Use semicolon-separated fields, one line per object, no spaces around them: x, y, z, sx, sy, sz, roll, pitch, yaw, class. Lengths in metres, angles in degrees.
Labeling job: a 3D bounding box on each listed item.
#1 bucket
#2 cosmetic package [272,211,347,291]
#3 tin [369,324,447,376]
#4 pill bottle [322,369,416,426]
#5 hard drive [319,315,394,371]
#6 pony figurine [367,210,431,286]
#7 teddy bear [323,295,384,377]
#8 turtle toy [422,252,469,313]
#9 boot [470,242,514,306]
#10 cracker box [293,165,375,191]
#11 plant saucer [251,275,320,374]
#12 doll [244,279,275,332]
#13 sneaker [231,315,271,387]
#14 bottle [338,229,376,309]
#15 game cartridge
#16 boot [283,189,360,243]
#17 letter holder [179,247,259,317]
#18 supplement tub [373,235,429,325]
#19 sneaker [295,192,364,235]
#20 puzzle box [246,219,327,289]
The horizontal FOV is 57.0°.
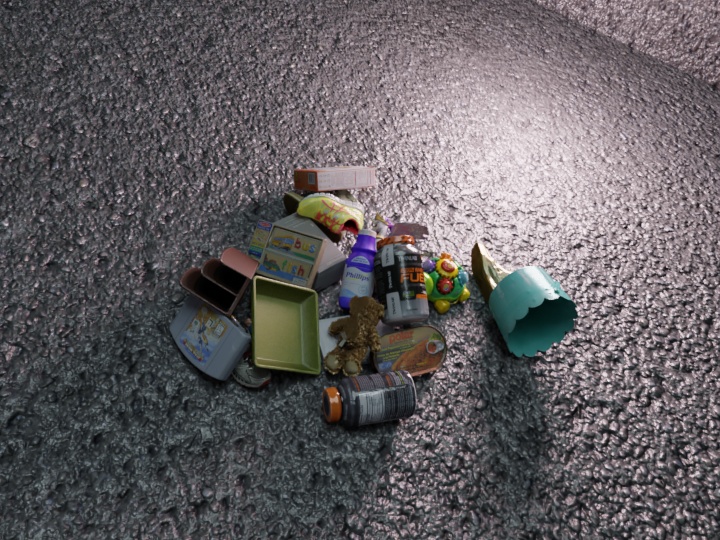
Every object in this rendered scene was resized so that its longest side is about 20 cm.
0.431;0.100;1.676;0.203;0.210;0.136;-5;43;-19;bucket
-0.136;-0.049;1.718;0.106;0.091;0.200;-29;60;-36;cosmetic package
0.114;0.197;1.585;0.196;0.042;0.115;-9;84;-22;tin
0.016;0.284;1.466;0.196;0.107;0.108;-4;51;-19;pill bottle
-0.009;0.168;1.610;0.196;0.026;0.134;-7;53;-20;hard drive
0.082;-0.057;1.757;0.189;0.168;0.203;16;64;13;pony figurine
-0.012;0.158;1.543;0.142;0.067;0.203;-13;48;24;teddy bear
0.200;0.027;1.735;0.198;0.102;0.146;-25;60;-31;turtle toy
0.397;0.008;1.825;0.152;0.073;0.203;-4;54;-18;boot
-0.072;-0.261;1.869;0.197;0.059;0.133;-9;14;-34;cracker box
-0.179;0.132;1.508;0.198;0.047;0.205;17;63;-46;plant saucer
-0.211;0.114;1.584;0.133;0.049;0.203;0;51;-18;doll
-0.271;0.179;1.491;0.077;0.083;0.200;-29;64;-34;sneaker
0.000;0.000;1.666;0.082;0.065;0.205;11;82;6;bottle
-0.340;0.144;1.475;0.199;0.041;0.134;37;93;28;game cartridge
-0.102;-0.180;1.847;0.198;0.073;0.155;34;50;7;boot
-0.322;0.006;1.522;0.141;0.102;0.200;31;8;-9;letter holder
0.096;0.025;1.615;0.120;0.122;0.205;-4;80;-19;supplement tub
-0.074;-0.142;1.739;0.196;0.078;0.092;7;59;-23;sneaker
-0.190;-0.040;1.653;0.196;0.025;0.136;16;81;22;puzzle box
